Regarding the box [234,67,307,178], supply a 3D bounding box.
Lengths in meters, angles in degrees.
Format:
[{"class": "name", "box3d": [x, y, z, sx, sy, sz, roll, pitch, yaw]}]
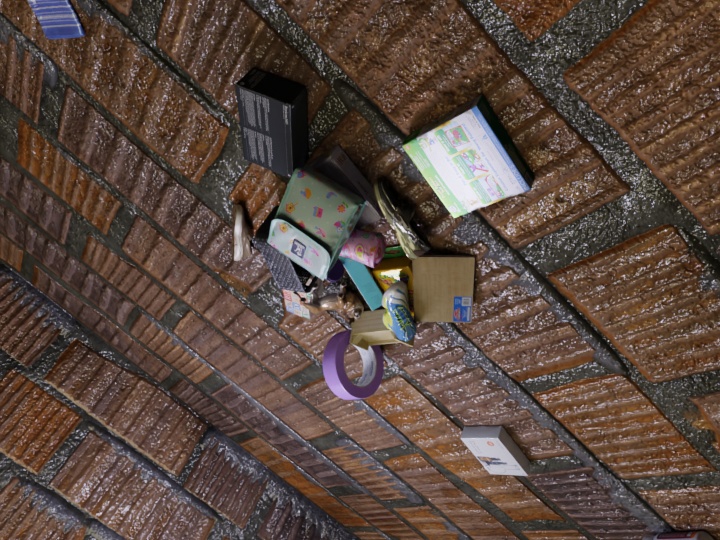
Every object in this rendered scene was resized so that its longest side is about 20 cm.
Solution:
[{"class": "box", "box3d": [-0.192, -0.322, 1.300, 0.138, 0.080, 0.203, 25, 143, 15]}]

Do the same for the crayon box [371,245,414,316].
[{"class": "crayon box", "box3d": [0.113, 0.030, 1.499, 0.124, 0.051, 0.202, -7, 128, 42]}]

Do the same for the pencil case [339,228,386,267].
[{"class": "pencil case", "box3d": [-0.037, -0.072, 1.388, 0.195, 0.088, 0.089, 19, 142, 18]}]

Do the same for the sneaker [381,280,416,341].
[{"class": "sneaker", "box3d": [0.108, 0.109, 1.465, 0.105, 0.075, 0.202, 49, 163, 25]}]

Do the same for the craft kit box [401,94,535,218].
[{"class": "craft kit box", "box3d": [0.210, -0.215, 1.153, 0.195, 0.049, 0.201, -19, 120, 44]}]

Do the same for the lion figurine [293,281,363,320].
[{"class": "lion figurine", "box3d": [-0.088, 0.091, 1.664, 0.193, 0.074, 0.124, 2, 147, 6]}]

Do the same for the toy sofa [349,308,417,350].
[{"class": "toy sofa", "box3d": [0.064, 0.167, 1.681, 0.197, 0.101, 0.082, -13, 151, 44]}]

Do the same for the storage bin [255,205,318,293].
[{"class": "storage bin", "box3d": [-0.180, -0.056, 1.544, 0.091, 0.137, 0.203, 7, 137, 28]}]

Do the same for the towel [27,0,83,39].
[{"class": "towel", "box3d": [-0.749, -0.650, 1.386, 0.141, 0.024, 0.203, 10, 138, 27]}]

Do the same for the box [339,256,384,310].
[{"class": "box", "box3d": [0.000, 0.000, 1.513, 0.048, 0.083, 0.202, -27, 121, 8]}]

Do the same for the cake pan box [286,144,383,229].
[{"class": "cake pan box", "box3d": [-0.054, -0.175, 1.389, 0.200, 0.053, 0.182, 47, 144, -19]}]

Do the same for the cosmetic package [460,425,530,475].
[{"class": "cosmetic package", "box3d": [0.437, 0.583, 1.891, 0.148, 0.052, 0.201, -17, 121, 43]}]

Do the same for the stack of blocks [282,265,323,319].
[{"class": "stack of blocks", "box3d": [-0.170, 0.053, 1.728, 0.112, 0.059, 0.203, 19, 141, 17]}]

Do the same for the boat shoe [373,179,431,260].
[{"class": "boat shoe", "box3d": [0.096, -0.123, 1.329, 0.063, 0.074, 0.203, -24, 111, 21]}]

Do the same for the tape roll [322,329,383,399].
[{"class": "tape roll", "box3d": [-0.020, 0.281, 1.756, 0.065, 0.202, 0.201, -18, 122, 46]}]

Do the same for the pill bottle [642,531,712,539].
[{"class": "pill bottle", "box3d": [0.953, 0.848, 1.754, 0.113, 0.116, 0.199, 38, 144, -10]}]

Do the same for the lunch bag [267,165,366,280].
[{"class": "lunch bag", "box3d": [-0.104, -0.102, 1.301, 0.168, 0.122, 0.204, 31, 105, 4]}]

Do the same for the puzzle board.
[{"class": "puzzle board", "box3d": [0.201, 0.046, 1.428, 0.145, 0.018, 0.205, 1, 128, 8]}]

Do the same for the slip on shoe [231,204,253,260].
[{"class": "slip on shoe", "box3d": [-0.335, -0.108, 1.673, 0.059, 0.077, 0.203, -5, 137, -17]}]

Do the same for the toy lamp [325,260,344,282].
[{"class": "toy lamp", "box3d": [-0.073, 0.002, 1.534, 0.057, 0.059, 0.200, 32, 175, -1]}]
